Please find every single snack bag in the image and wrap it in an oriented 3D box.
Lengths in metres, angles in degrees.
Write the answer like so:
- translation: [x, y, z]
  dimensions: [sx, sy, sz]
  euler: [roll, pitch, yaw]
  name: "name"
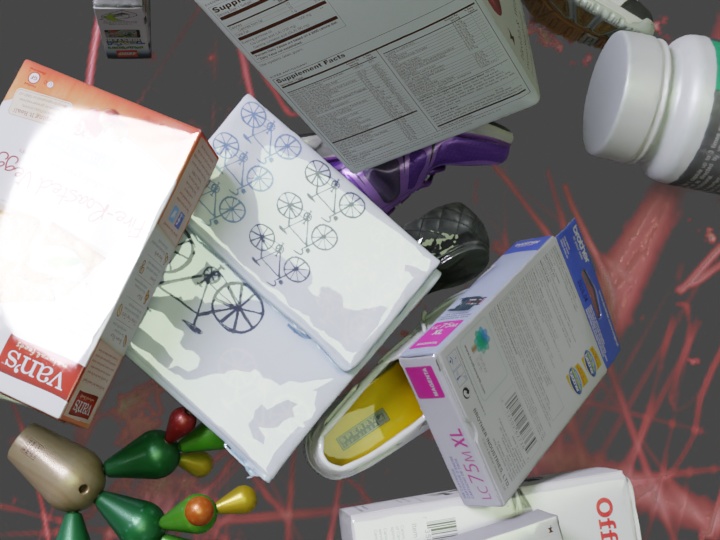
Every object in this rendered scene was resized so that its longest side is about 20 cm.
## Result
- translation: [-0.071, 0.010, 0.787]
  dimensions: [0.188, 0.021, 0.200]
  euler: [42, 76, -4]
  name: "snack bag"

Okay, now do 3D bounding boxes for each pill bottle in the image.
- translation: [0.278, -0.113, 0.873]
  dimensions: [0.199, 0.113, 0.114]
  euler: [11, 81, -7]
  name: "pill bottle"

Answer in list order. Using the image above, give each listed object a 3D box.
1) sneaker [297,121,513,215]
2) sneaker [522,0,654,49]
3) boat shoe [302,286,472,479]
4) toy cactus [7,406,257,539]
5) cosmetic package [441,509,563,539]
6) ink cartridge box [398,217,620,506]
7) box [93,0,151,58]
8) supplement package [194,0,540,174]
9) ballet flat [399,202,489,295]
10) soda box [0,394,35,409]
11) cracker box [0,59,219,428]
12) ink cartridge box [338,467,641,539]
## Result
- translation: [0.017, -0.071, 0.861]
  dimensions: [0.199, 0.081, 0.084]
  euler: [-11, 98, 0]
  name: "sneaker"
- translation: [0.147, -0.244, 0.891]
  dimensions: [0.199, 0.076, 0.088]
  euler: [27, 79, -4]
  name: "sneaker"
- translation: [0.045, 0.076, 0.826]
  dimensions: [0.201, 0.086, 0.075]
  euler: [-34, 88, -11]
  name: "boat shoe"
- translation: [-0.172, 0.166, 0.789]
  dimensions: [0.165, 0.102, 0.201]
  euler: [33, 87, 7]
  name: "toy cactus"
- translation: [0.039, 0.222, 0.739]
  dimensions: [0.199, 0.051, 0.083]
  euler: [-15, 88, -9]
  name: "cosmetic package"
- translation: [0.113, 0.059, 0.814]
  dimensions: [0.200, 0.042, 0.120]
  euler: [-39, 112, -41]
  name: "ink cartridge box"
- translation: [-0.172, -0.266, 0.832]
  dimensions: [0.034, 0.110, 0.201]
  euler: [-2, 82, -8]
  name: "box"
- translation: [0.003, -0.210, 0.744]
  dimensions: [0.146, 0.200, 0.192]
  euler: [-20, 55, 20]
  name: "supplement package"
- translation: [0.000, 0.000, 0.855]
  dimensions: [0.199, 0.067, 0.057]
  euler: [-15, 47, -11]
  name: "ballet flat"
- translation: [-0.291, 0.040, 0.795]
  dimensions: [0.199, 0.064, 0.069]
  euler: [18, 80, -5]
  name: "soda box"
- translation: [-0.195, -0.018, 0.740]
  dimensions: [0.133, 0.058, 0.201]
  euler: [22, 80, 11]
  name: "cracker box"
- translation: [0.094, 0.227, 0.814]
  dimensions: [0.199, 0.083, 0.148]
  euler: [-7, 84, -8]
  name: "ink cartridge box"
